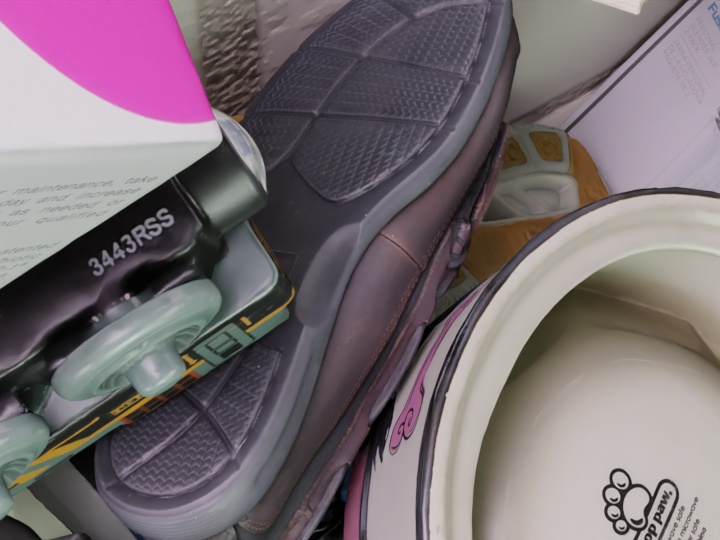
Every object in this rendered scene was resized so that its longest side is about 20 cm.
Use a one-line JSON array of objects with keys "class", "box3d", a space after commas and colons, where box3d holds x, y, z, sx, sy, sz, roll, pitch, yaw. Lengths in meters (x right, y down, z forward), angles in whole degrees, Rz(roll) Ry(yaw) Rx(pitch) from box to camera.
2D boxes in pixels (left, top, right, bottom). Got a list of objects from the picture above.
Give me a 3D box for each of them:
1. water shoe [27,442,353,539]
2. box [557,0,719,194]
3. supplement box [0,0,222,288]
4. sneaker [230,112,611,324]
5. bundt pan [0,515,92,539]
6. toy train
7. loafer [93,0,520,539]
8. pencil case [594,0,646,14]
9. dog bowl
[{"class": "water shoe", "box3d": [-0.027, 0.076, 0.896, 0.079, 0.200, 0.072, -49, -177, 26]}, {"class": "box", "box3d": [0.117, -0.013, 1.009, 0.060, 0.117, 0.200, 15, 132, -44]}, {"class": "supplement box", "box3d": [-0.140, -0.024, 0.571, 0.200, 0.101, 0.103, -30, 165, 37]}, {"class": "sneaker", "box3d": [0.000, 0.000, 0.935, 0.088, 0.076, 0.200, -34, 156, 35]}, {"class": "bundt pan", "box3d": [-0.094, 0.131, 0.842, 0.202, 0.202, 0.076, 100, 11, -63]}, {"class": "toy train", "box3d": [-0.105, 0.029, 0.731, 0.200, 0.085, 0.114, -35, 169, 1]}, {"class": "loafer", "box3d": [-0.009, 0.002, 0.825, 0.200, 0.072, 0.063, -61, 143, -27]}, {"class": "pencil case", "box3d": [0.121, -0.112, 0.846, 0.200, 0.078, 0.090, 3, 114, -58]}, {"class": "dog bowl", "box3d": [0.082, 0.081, 0.847, 0.200, 0.200, 0.074, -19, -179, -34]}]
